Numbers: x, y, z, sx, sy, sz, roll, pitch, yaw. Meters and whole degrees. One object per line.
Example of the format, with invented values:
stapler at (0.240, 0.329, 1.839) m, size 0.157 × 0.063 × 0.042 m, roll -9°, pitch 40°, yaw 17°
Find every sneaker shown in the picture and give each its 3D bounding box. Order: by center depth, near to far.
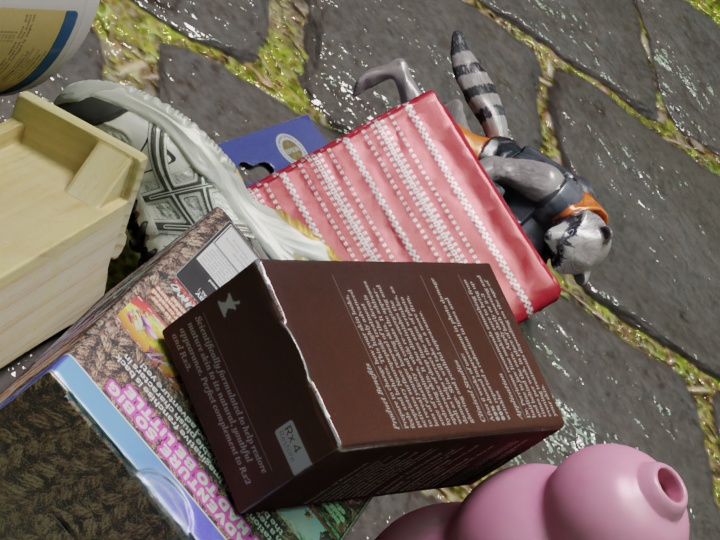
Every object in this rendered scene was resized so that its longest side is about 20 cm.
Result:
sneaker at (-0.097, -0.018, 1.309) m, size 0.200 × 0.076 × 0.088 m, roll 39°, pitch 69°, yaw 2°

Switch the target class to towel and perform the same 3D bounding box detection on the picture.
towel at (0.000, 0.000, 1.377) m, size 0.199 × 0.022 × 0.145 m, roll -29°, pitch 81°, yaw -19°

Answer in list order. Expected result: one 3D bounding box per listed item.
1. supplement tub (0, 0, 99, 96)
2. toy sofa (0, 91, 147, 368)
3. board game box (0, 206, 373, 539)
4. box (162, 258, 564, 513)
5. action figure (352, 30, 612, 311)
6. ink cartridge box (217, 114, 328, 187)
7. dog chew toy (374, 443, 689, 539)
supplement tub at (-0.244, -0.160, 1.243) m, size 0.200 × 0.145 × 0.145 m, roll -5°, pitch 59°, yaw -53°
toy sofa at (-0.195, -0.008, 1.215) m, size 0.083 × 0.098 × 0.200 m, roll 28°, pitch 28°, yaw 14°
board game box at (-0.088, 0.090, 1.195) m, size 0.160 × 0.097 × 0.200 m, roll 51°, pitch 31°, yaw -6°
box at (0.006, 0.054, 1.195) m, size 0.200 × 0.075 × 0.101 m, roll 3°, pitch 58°, yaw -55°
action figure at (0.084, -0.068, 1.544) m, size 0.193 × 0.105 × 0.200 m, roll 44°, pitch -5°, yaw 25°
ink cartridge box at (-0.013, -0.009, 1.465) m, size 0.200 × 0.043 × 0.196 m, roll 54°, pitch 32°, yaw 7°
dog chew toy at (0.086, 0.156, 1.246) m, size 0.124 × 0.200 × 0.125 m, roll 32°, pitch 37°, yaw -29°
